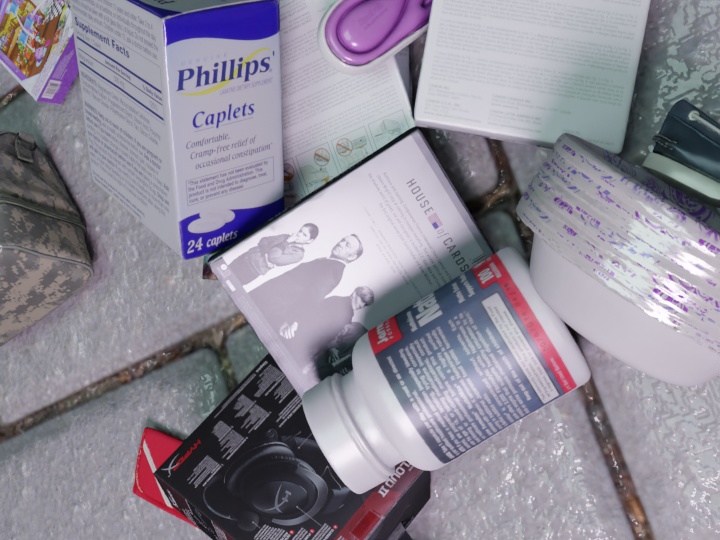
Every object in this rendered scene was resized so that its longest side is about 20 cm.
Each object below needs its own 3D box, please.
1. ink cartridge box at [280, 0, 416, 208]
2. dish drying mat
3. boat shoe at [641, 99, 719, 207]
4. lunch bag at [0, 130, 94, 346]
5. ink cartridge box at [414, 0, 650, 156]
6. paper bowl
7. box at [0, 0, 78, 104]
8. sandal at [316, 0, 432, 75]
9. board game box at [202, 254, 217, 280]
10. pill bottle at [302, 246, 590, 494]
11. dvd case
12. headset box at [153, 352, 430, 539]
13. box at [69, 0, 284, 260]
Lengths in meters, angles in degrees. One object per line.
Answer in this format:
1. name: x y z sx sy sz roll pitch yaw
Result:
1. ink cartridge box: -0.025 -0.139 0.867 0.162 0.050 0.201 -20 93 26
2. dish drying mat: -0.139 0.220 0.977 0.199 0.018 0.077 19 99 28
3. boat shoe: 0.296 -0.055 0.692 0.199 0.075 0.062 28 99 19
4. lunch bag: -0.395 -0.030 1.054 0.200 0.139 0.168 -35 59 25
5. ink cartridge box: 0.134 -0.197 0.766 0.159 0.047 0.201 10 94 4
6. paper bowl: 0.195 0.000 0.680 0.200 0.200 0.105 37 108 23
7. box: -0.318 -0.295 1.053 0.137 0.039 0.200 44 111 20
8. sandal: 0.049 -0.233 0.798 0.082 0.050 0.203 40 79 -8
9. board game box: -0.079 -0.085 0.930 0.134 0.029 0.201 6 94 28
10. pill bottle: 0.061 0.082 0.773 0.199 0.120 0.120 -32 75 6
11. dvd case: 0.000 0.000 0.819 0.199 0.025 0.151 -32 105 5
12. headset box: -0.047 0.186 0.849 0.200 0.077 0.149 32 63 24
13. box: -0.152 -0.143 0.842 0.184 0.105 0.201 35 134 44
